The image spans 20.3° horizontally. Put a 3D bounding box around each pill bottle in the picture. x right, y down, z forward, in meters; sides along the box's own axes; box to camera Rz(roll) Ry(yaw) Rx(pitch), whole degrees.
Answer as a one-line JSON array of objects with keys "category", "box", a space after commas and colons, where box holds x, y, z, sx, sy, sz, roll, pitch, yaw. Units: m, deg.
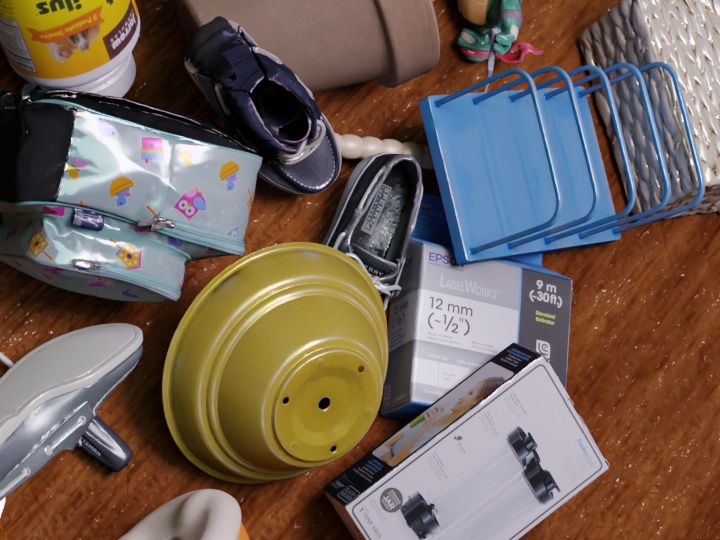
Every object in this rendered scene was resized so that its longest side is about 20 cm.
[{"category": "pill bottle", "box": [-0.232, -0.216, 1.523, 0.108, 0.201, 0.110, -7, 49, 8]}]

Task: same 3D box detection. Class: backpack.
[{"category": "backpack", "box": [-0.178, -0.055, 1.517, 0.198, 0.175, 0.155, 5, 88, -25]}]

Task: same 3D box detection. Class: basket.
[{"category": "basket", "box": [0.290, -0.153, 1.781, 0.122, 0.135, 0.202, -12, 80, -23]}]

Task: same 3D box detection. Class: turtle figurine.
[{"category": "turtle figurine", "box": [0.097, -0.250, 1.732, 0.100, 0.149, 0.202, -18, 122, -46]}]

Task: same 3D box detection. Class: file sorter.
[{"category": "file sorter", "box": [0.171, -0.096, 1.664, 0.199, 0.122, 0.140, -8, 82, -43]}]

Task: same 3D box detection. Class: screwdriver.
[{"category": "screwdriver", "box": [-0.251, 0.082, 1.524, 0.200, 0.029, 0.028, 43, 62, -8]}]

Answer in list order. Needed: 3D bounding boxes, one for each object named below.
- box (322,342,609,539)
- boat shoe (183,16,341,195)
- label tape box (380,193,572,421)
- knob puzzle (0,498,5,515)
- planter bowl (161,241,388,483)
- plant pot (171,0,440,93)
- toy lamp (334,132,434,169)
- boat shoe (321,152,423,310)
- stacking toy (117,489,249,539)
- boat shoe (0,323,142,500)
[{"category": "box", "box": [0.084, 0.164, 1.589, 0.199, 0.060, 0.117, -37, 108, -11]}, {"category": "boat shoe", "box": [-0.058, -0.105, 1.547, 0.075, 0.093, 0.200, -45, 137, 0]}, {"category": "label tape box", "box": [0.100, 0.033, 1.678, 0.142, 0.066, 0.202, 13, 72, -21]}, {"category": "knob puzzle", "box": [-0.349, 0.177, 1.451, 0.218, 0.030, 0.222, 7, 72, -23]}, {"category": "planter bowl", "box": [-0.044, 0.087, 1.529, 0.199, 0.083, 0.202, -14, 117, -28]}, {"category": "plant pot", "box": [-0.056, -0.220, 1.627, 0.173, 0.200, 0.202, -25, 86, -10]}, {"category": "toy lamp", "box": [0.036, -0.098, 1.693, 0.198, 0.058, 0.059, 7, 72, -20]}, {"category": "boat shoe", "box": [0.002, 0.001, 1.618, 0.073, 0.068, 0.201, 27, 82, -18]}, {"category": "stacking toy", "box": [-0.097, 0.276, 1.497, 0.200, 0.146, 0.146, 50, 61, -21]}, {"category": "boat shoe", "box": [-0.236, 0.109, 1.491, 0.200, 0.072, 0.062, -38, 128, -34]}]
